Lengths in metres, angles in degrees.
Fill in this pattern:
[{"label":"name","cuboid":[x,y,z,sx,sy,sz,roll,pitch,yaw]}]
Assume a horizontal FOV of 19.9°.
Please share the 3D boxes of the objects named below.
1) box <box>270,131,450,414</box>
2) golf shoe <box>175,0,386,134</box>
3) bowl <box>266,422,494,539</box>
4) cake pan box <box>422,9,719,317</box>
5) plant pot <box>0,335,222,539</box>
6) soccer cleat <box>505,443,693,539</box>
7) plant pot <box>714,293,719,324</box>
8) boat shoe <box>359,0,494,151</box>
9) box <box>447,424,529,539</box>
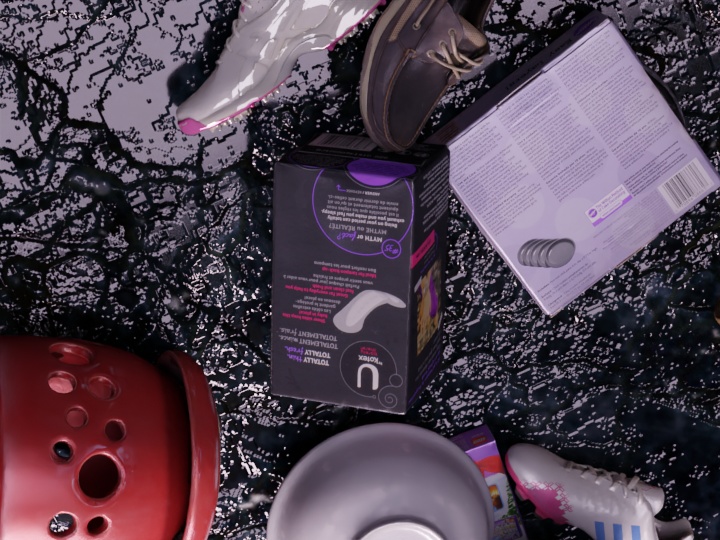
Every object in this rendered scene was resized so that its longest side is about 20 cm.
[{"label":"box","cuboid":[0.000,0.000,1.667,0.122,0.106,0.201,8,110,17]},{"label":"golf shoe","cuboid":[-0.077,-0.189,1.633,0.200,0.075,0.092,-39,103,-4]},{"label":"bowl","cuboid":[0.025,0.237,1.740,0.200,0.090,0.202,-3,108,-9]},{"label":"cake pan box","cuboid":[0.180,-0.092,1.720,0.200,0.052,0.184,-39,113,4]},{"label":"plant pot","cuboid":[-0.217,0.153,1.657,0.182,0.200,0.201,2,109,-20]},{"label":"soccer cleat","cuboid":[0.213,0.199,1.813,0.086,0.070,0.200,-39,120,22]},{"label":"plant pot","cuboid":[0.412,0.052,1.756,0.200,0.186,0.187,30,101,-5]},{"label":"boat shoe","cuboid":[0.061,-0.188,1.618,0.074,0.073,0.201,22,87,-48]},{"label":"box","cuboid":[0.043,0.235,1.812,0.199,0.039,0.137,-20,111,-3]}]
